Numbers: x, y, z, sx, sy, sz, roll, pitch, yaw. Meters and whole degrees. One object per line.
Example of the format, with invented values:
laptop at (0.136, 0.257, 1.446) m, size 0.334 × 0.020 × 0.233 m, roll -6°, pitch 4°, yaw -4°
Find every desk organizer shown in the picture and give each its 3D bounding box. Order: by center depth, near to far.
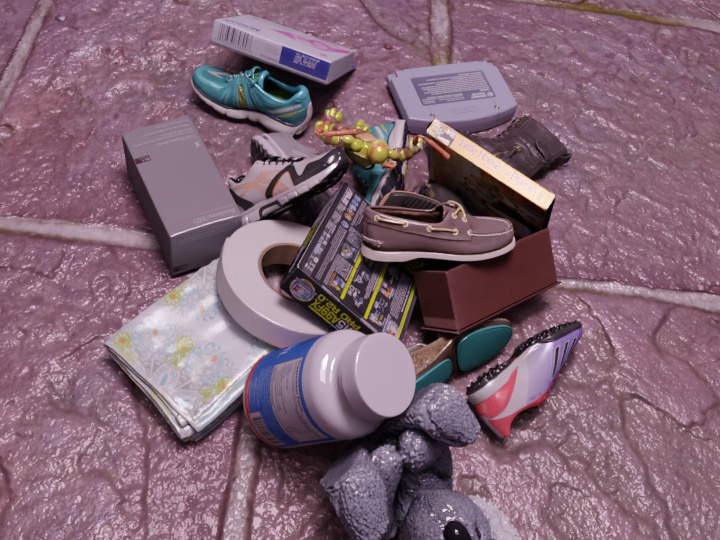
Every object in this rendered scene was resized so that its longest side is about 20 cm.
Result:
desk organizer at (0.165, 0.009, 0.985) m, size 0.197 × 0.071 × 0.079 m, roll -21°, pitch 104°, yaw -33°

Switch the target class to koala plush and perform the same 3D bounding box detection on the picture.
koala plush at (0.070, 0.253, 0.804) m, size 0.177 × 0.184 × 0.201 m, roll -39°, pitch 89°, yaw -21°

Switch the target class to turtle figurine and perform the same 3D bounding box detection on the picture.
turtle figurine at (0.012, -0.172, 1.044) m, size 0.195 × 0.066 × 0.161 m, roll 3°, pitch 20°, yaw -23°

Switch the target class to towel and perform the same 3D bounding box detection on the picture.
towel at (-0.187, 0.089, 0.929) m, size 0.171 × 0.049 × 0.199 m, roll 40°, pitch 58°, yaw 18°

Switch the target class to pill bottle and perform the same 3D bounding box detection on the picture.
pill bottle at (-0.034, 0.127, 0.817) m, size 0.110 × 0.198 × 0.115 m, roll 14°, pitch 67°, yaw -37°

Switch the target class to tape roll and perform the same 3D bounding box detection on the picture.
tape roll at (-0.085, 0.015, 0.965) m, size 0.198 × 0.037 × 0.205 m, roll 17°, pitch 39°, yaw -14°

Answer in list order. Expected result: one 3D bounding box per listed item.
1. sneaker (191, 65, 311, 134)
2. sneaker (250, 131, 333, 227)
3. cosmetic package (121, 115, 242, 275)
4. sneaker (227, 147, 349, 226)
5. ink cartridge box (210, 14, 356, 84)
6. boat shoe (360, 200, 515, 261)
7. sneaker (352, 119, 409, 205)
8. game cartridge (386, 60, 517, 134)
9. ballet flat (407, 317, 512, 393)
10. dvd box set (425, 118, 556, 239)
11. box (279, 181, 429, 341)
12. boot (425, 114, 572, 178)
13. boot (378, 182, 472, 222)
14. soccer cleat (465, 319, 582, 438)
sneaker at (-0.165, -0.280, 1.167) m, size 0.195 × 0.080 × 0.079 m, roll 18°, pitch 53°, yaw 5°
sneaker at (-0.075, -0.139, 1.091) m, size 0.081 × 0.075 × 0.201 m, roll -28°, pitch 65°, yaw -29°
cosmetic package at (-0.243, -0.104, 1.035) m, size 0.105 × 0.091 × 0.201 m, roll -20°, pitch 56°, yaw -24°
sneaker at (-0.103, -0.121, 1.003) m, size 0.073 × 0.197 × 0.082 m, roll -18°, pitch 86°, yaw -61°
ink cartridge box at (-0.111, -0.358, 1.207) m, size 0.192 × 0.044 × 0.201 m, roll 20°, pitch 26°, yaw 5°
boat shoe at (0.097, -0.051, 0.931) m, size 0.194 × 0.061 × 0.072 m, roll -2°, pitch 25°, yaw -5°
sneaker at (0.026, -0.144, 1.126) m, size 0.078 × 0.079 × 0.203 m, roll 0°, pitch 47°, yaw 14°
game cartridge at (0.152, -0.284, 1.255) m, size 0.195 × 0.042 × 0.136 m, roll -10°, pitch 61°, yaw -15°
ballet flat at (0.104, 0.102, 0.956) m, size 0.197 × 0.072 × 0.065 m, roll -25°, pitch 39°, yaw -28°
dvd box set at (0.179, -0.120, 1.074) m, size 0.198 × 0.147 × 0.030 m, roll 37°, pitch 79°, yaw 16°
box at (0.000, 0.000, 0.954) m, size 0.159 × 0.044 × 0.202 m, roll 40°, pitch 37°, yaw -13°
boot at (0.216, -0.196, 1.191) m, size 0.199 × 0.070 × 0.174 m, roll 39°, pitch 54°, yaw 12°
boot at (0.085, -0.085, 1.043) m, size 0.198 × 0.078 × 0.140 m, roll 25°, pitch 27°, yaw -38°
soccer cleat at (0.219, 0.131, 0.959) m, size 0.198 × 0.068 × 0.074 m, roll -30°, pitch 87°, yaw -30°
